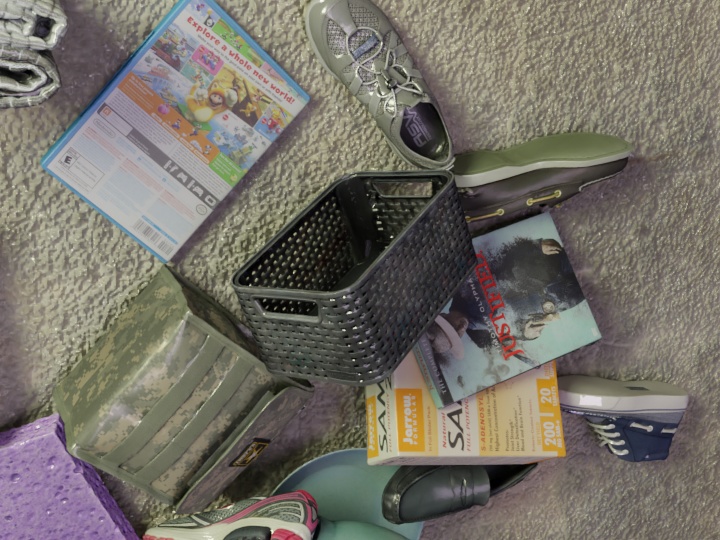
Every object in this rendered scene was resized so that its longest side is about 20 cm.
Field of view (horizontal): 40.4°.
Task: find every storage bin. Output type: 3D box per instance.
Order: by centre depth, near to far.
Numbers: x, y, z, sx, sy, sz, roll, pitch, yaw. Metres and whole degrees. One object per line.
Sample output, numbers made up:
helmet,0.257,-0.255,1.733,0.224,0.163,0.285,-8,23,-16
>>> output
storage bin,0.000,0.000,0.859,0.200,0.134,0.094,-48,129,-41

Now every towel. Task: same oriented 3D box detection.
towel,-0.313,-0.179,0.680,0.198,0.166,0.086,7,114,-25

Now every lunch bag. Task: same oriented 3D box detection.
lunch bag,-0.151,0.125,0.901,0.164,0.118,0.200,-47,127,3

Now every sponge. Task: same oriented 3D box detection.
sponge,-0.287,0.232,0.918,0.111,0.030,0.201,-20,119,4

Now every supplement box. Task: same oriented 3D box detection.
supplement box,0.106,0.132,1.004,0.198,0.073,0.127,4,73,-25

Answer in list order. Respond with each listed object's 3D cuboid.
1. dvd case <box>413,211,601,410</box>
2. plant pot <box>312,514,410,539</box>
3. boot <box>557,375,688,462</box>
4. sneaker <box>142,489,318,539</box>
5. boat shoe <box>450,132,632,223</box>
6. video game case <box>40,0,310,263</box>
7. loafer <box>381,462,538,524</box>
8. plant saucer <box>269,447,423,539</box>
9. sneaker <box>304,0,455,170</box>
dvd case,0.135,0.036,0.984,0.198,0.022,0.147,-19,83,-22
plant pot,-0.028,0.326,0.958,0.134,0.200,0.201,40,92,-10
boot,0.295,0.177,1.134,0.198,0.073,0.091,7,102,-26
sneaker,-0.125,0.261,0.949,0.198,0.075,0.081,-12,118,30
boat shoe,0.176,-0.092,0.980,0.199,0.072,0.061,-10,119,-11
video game case,-0.157,-0.123,0.852,0.200,0.018,0.143,-48,120,1
loafer,0.108,0.222,1.046,0.199,0.070,0.069,-14,110,-37
plant saucer,-0.027,0.271,1.056,0.199,0.039,0.203,-9,114,-20
sneaker,0.030,-0.170,0.875,0.075,0.082,0.200,-44,120,-1
